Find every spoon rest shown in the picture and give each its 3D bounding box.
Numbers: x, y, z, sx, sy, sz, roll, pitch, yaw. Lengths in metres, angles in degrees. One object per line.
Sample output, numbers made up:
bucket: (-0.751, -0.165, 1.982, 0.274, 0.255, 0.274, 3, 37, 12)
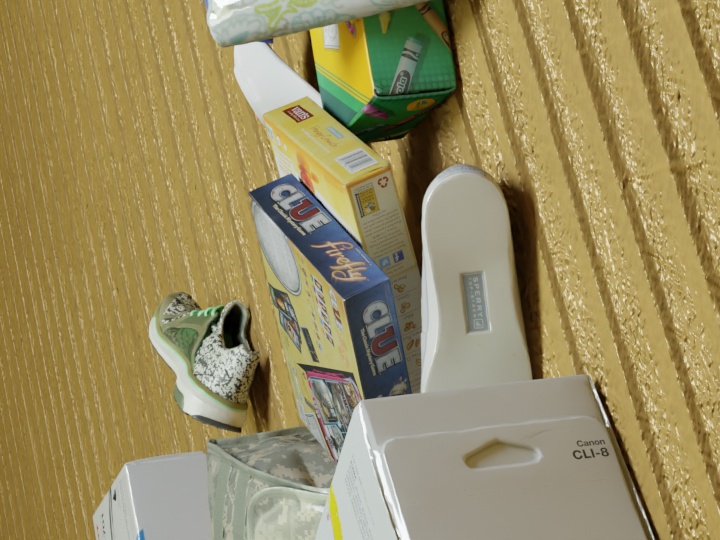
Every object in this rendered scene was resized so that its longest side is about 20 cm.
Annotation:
spoon rest: (-0.043, -0.111, 1.786, 0.099, 0.060, 0.200, 54, -171, -43)

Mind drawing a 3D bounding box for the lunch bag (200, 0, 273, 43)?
lunch bag: (-0.081, -0.247, 1.759, 0.200, 0.075, 0.161, -83, -10, -75)

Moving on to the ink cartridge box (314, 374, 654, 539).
ink cartridge box: (0.064, 0.178, 1.401, 0.201, 0.144, 0.145, 104, 153, -49)

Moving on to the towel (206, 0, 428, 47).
towel: (-0.024, -0.252, 1.538, 0.048, 0.170, 0.201, 11, -110, -62)

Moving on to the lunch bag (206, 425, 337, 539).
lunch bag: (-0.032, 0.215, 1.778, 0.200, 0.117, 0.165, -159, 64, -64)

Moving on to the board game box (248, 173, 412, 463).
board game box: (-0.012, 0.054, 1.601, 0.136, 0.034, 0.201, 47, 156, 46)

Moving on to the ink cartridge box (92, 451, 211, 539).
ink cartridge box: (-0.190, 0.271, 2.342, 0.200, 0.085, 0.147, 129, 133, -64)

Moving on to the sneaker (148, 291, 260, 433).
sneaker: (-0.121, 0.060, 2.124, 0.089, 0.077, 0.200, -56, 29, 15)

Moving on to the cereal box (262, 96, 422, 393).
cereal box: (0.000, 0.000, 1.620, 0.144, 0.039, 0.201, 41, 150, 58)

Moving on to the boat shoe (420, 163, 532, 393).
boat shoe: (0.064, 0.034, 1.496, 0.069, 0.072, 0.201, -75, -24, -78)

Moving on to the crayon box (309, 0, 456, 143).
crayon box: (0.005, -0.194, 1.612, 0.119, 0.058, 0.201, 141, 121, -70)
